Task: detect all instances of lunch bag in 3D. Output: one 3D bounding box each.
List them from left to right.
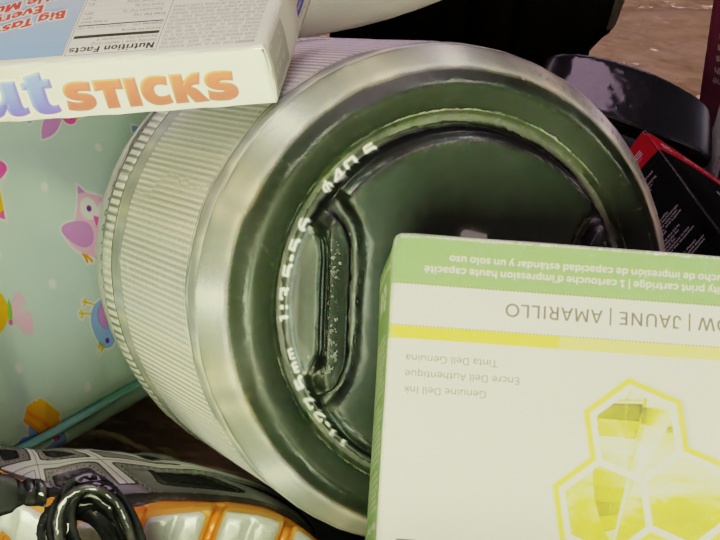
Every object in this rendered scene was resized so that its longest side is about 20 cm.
[{"bbox_3d":[-0.141,-0.003,0.885,0.077,0.160,0.200,-16,8,38],"label":"lunch bag"}]

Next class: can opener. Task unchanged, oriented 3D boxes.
[{"bbox_3d":[0.043,-0.053,0.937,0.200,0.063,0.079,12,56,-5],"label":"can opener"}]

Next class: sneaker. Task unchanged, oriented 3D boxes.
[{"bbox_3d":[-0.107,0.093,0.775,0.200,0.078,0.077,11,13,-2],"label":"sneaker"}]

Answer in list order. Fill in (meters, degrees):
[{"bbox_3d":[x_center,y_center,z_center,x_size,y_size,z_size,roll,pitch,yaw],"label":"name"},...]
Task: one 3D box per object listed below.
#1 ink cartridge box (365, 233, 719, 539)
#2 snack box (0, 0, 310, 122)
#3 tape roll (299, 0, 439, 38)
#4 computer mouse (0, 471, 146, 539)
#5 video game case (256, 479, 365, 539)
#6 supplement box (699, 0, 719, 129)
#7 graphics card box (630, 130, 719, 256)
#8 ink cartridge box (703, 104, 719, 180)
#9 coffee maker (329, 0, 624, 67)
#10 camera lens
[{"bbox_3d":[0.073,0.095,0.649,0.145,0.200,0.048,5,-16,-2],"label":"ink cartridge box"},{"bbox_3d":[-0.117,-0.077,0.749,0.200,0.024,0.072,-3,40,15],"label":"snack box"},{"bbox_3d":[-0.020,-0.163,0.917,0.202,0.071,0.202,-10,28,5],"label":"tape roll"},{"bbox_3d":[-0.131,0.116,0.652,0.200,0.046,0.140,-8,60,-30],"label":"computer mouse"},{"bbox_3d":[0.056,0.086,0.886,0.143,0.019,0.200,18,27,28],"label":"video game case"},{"bbox_3d":[0.238,-0.078,1.081,0.131,0.200,0.103,21,27,33],"label":"supplement box"},{"bbox_3d":[0.106,0.042,0.814,0.051,0.125,0.200,33,14,-19],"label":"graphics card box"},{"bbox_3d":[0.215,-0.024,0.929,0.144,0.200,0.084,11,20,-3],"label":"ink cartridge box"},{"bbox_3d":[0.042,-0.071,1.021,0.135,0.200,0.192,13,24,20],"label":"coffee maker"},{"bbox_3d":[0.000,0.000,0.795,0.160,0.160,0.200,-3,7,-19],"label":"camera lens"}]
